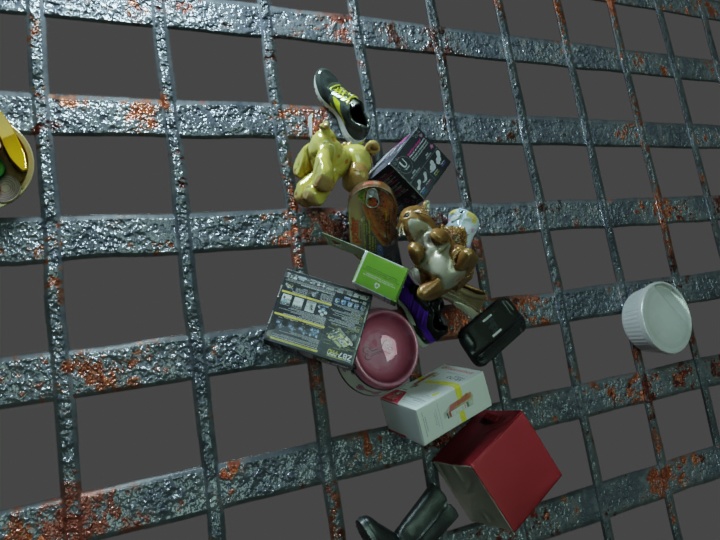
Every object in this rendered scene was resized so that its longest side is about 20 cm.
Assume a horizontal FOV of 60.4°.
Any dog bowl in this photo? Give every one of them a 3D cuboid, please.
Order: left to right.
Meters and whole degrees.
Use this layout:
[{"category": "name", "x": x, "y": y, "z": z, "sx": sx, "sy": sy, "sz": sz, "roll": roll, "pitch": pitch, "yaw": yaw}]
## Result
[{"category": "dog bowl", "x": 0.043, "y": 0.175, "z": 1.377, "sx": 0.196, "sy": 0.074, "sz": 0.205, "roll": 6, "pitch": 76, "yaw": -25}]

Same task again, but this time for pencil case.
[{"category": "pencil case", "x": 0.224, "y": -0.051, "z": 1.508, "sx": 0.082, "sy": 0.091, "sz": 0.203, "roll": 21, "pitch": 69, "yaw": 9}]

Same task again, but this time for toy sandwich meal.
[{"category": "toy sandwich meal", "x": -0.693, "y": -0.209, "z": 1.114, "sx": 0.201, "sy": 0.070, "sz": 0.210, "roll": 6, "pitch": 75, "yaw": -24}]

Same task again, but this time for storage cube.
[{"category": "storage cube", "x": 0.300, "y": 0.439, "z": 1.383, "sx": 0.179, "sy": 0.170, "sz": 0.202, "roll": -36, "pitch": 95, "yaw": -27}]

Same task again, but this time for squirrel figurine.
[{"category": "squirrel figurine", "x": 0.157, "y": -0.050, "z": 1.316, "sx": 0.188, "sy": 0.142, "sz": 0.199, "roll": 54, "pitch": 21, "yaw": 22}]

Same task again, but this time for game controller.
[{"category": "game controller", "x": 0.331, "y": 0.151, "z": 1.548, "sx": 0.199, "sy": 0.042, "sz": 0.105, "roll": -33, "pitch": 79, "yaw": -29}]

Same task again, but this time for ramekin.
[{"category": "ramekin", "x": 0.834, "y": 0.139, "z": 1.757, "sx": 0.199, "sy": 0.094, "sz": 0.207, "roll": 6, "pitch": 75, "yaw": -24}]

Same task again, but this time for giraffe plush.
[{"category": "giraffe plush", "x": -0.047, "y": -0.233, "z": 1.382, "sx": 0.159, "sy": 0.172, "sz": 0.205, "roll": 9, "pitch": 85, "yaw": -29}]

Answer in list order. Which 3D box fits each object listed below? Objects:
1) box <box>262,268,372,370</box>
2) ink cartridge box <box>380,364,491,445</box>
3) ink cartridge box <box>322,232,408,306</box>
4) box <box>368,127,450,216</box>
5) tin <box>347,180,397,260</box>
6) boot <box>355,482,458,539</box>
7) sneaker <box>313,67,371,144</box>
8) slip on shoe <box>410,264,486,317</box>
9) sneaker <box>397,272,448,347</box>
[{"category": "box", "x": -0.087, "y": 0.103, "z": 1.305, "sx": 0.196, "sy": 0.049, "sz": 0.164, "roll": 15, "pitch": 68, "yaw": 3}, {"category": "ink cartridge box", "x": 0.165, "y": 0.288, "z": 1.362, "sx": 0.197, "sy": 0.144, "sz": 0.085, "roll": -21, "pitch": 100, "yaw": -29}, {"category": "ink cartridge box", "x": 0.000, "y": 0.000, "z": 1.339, "sx": 0.197, "sy": 0.148, "sz": 0.077, "roll": 23, "pitch": 85, "yaw": 5}, {"category": "box", "x": 0.089, "y": -0.213, "z": 1.421, "sx": 0.115, "sy": 0.199, "sz": 0.133, "roll": 42, "pitch": 64, "yaw": -11}, {"category": "tin", "x": 0.026, "y": -0.108, "z": 1.384, "sx": 0.109, "sy": 0.203, "sz": 0.042, "roll": -5, "pitch": 38, "yaw": -3}, {"category": "boot", "x": 0.101, "y": 0.531, "z": 1.321, "sx": 0.199, "sy": 0.065, "sz": 0.167, "roll": -36, "pitch": 103, "yaw": -25}, {"category": "sneaker", "x": -0.034, "y": -0.401, "z": 1.472, "sx": 0.074, "sy": 0.084, "sz": 0.202, "roll": -37, "pitch": 95, "yaw": -29}, {"category": "slip on shoe", "x": 0.202, "y": 0.034, "z": 1.406, "sx": 0.198, "sy": 0.076, "sz": 0.061, "roll": 33, "pitch": 108, "yaw": -16}, {"category": "sneaker", "x": 0.143, "y": 0.071, "z": 1.427, "sx": 0.069, "sy": 0.099, "sz": 0.203, "roll": -32, "pitch": 96, "yaw": -51}]
